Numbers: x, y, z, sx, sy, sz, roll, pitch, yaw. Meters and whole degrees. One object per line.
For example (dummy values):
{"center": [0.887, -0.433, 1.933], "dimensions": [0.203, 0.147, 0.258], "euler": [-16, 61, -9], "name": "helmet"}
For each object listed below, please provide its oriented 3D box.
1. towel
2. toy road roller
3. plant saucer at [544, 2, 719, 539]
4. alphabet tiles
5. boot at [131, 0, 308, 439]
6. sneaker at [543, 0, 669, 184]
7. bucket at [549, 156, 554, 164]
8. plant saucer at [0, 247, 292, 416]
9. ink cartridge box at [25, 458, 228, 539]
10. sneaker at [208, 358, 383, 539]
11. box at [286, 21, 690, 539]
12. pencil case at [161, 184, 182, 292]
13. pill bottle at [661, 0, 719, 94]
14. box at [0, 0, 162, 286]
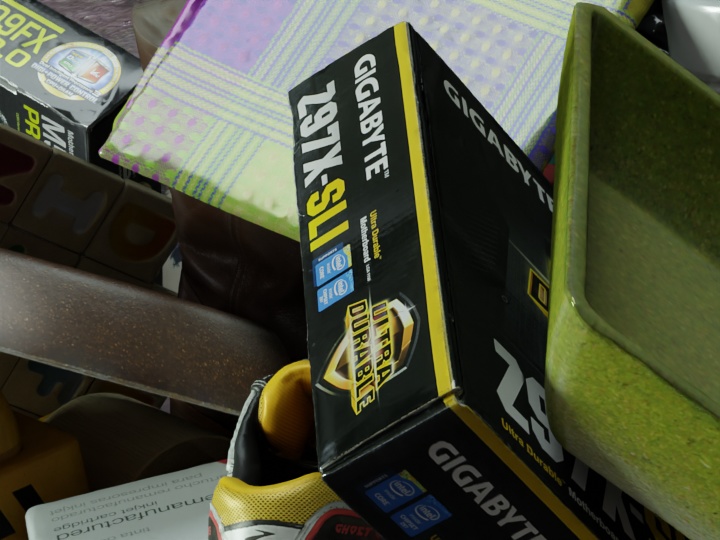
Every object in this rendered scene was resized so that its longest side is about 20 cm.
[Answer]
{"center": [0.019, -0.087, 1.011], "dimensions": [0.143, 0.023, 0.200], "euler": [23, 63, 16], "name": "towel"}
{"center": [-0.139, 0.073, 1.061], "dimensions": [0.200, 0.146, 0.123], "euler": [-23, 23, -30], "name": "toy road roller"}
{"center": [0.121, 0.034, 0.824], "dimensions": [0.048, 0.199, 0.200], "euler": [-48, 14, 24], "name": "plant saucer"}
{"center": [-0.156, 0.024, 1.119], "dimensions": [0.200, 0.167, 0.006], "euler": [24, 15, -34], "name": "alphabet tiles"}
{"center": [0.000, 0.000, 1.065], "dimensions": [0.186, 0.201, 0.064], "euler": [19, 39, 24], "name": "boot"}
{"center": [0.109, -0.033, 1.135], "dimensions": [0.071, 0.201, 0.098], "euler": [28, 1, 21], "name": "sneaker"}
{"center": [0.049, -0.119, 1.214], "dimensions": [0.206, 0.207, 0.135], "euler": [-9, 50, 7], "name": "bucket"}
{"center": [-0.108, 0.014, 1.023], "dimensions": [0.200, 0.035, 0.200], "euler": [16, -3, 1], "name": "plant saucer"}
{"center": [-0.019, 0.129, 0.933], "dimensions": [0.145, 0.083, 0.200], "euler": [-13, 19, -8], "name": "ink cartridge box"}
{"center": [0.009, 0.056, 0.870], "dimensions": [0.078, 0.082, 0.200], "euler": [-4, 19, 16], "name": "sneaker"}
{"center": [0.058, 0.048, 0.849], "dimensions": [0.049, 0.200, 0.160], "euler": [-29, 36, 21], "name": "box"}
{"center": [-0.047, -0.018, 1.251], "dimensions": [0.089, 0.078, 0.200], "euler": [-38, 45, 19], "name": "pencil case"}
{"center": [0.167, -0.013, 1.044], "dimensions": [0.113, 0.201, 0.113], "euler": [-11, 20, 4], "name": "pill bottle"}
{"center": [-0.154, -0.034, 1.215], "dimensions": [0.160, 0.200, 0.044], "euler": [29, 53, 23], "name": "box"}
